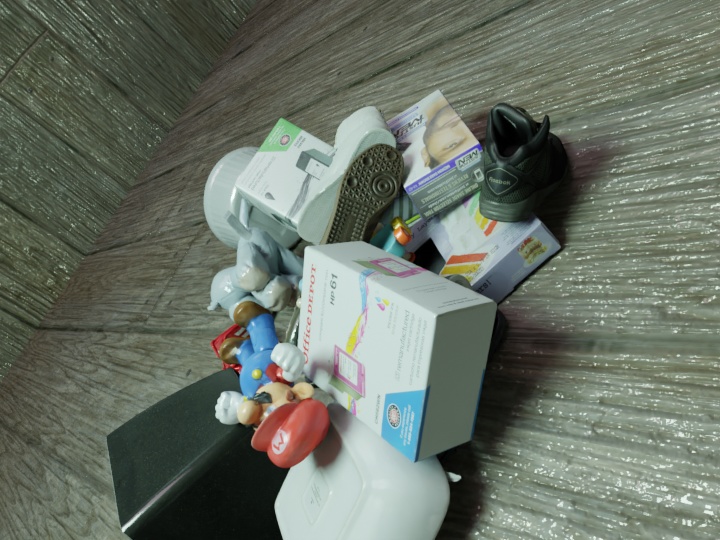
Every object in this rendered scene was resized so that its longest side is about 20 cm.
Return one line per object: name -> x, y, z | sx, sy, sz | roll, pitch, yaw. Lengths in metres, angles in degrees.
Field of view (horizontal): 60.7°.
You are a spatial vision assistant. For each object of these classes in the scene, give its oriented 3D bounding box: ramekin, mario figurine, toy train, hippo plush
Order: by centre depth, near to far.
mario figurine -> -0.106, 0.115, 0.628 | 0.105, 0.125, 0.200 | -23, 39, -14
toy train -> 0.000, 0.000, 0.819 | 0.199, 0.056, 0.151 | -3, 51, 58
hippo plush -> -0.192, 0.024, 1.025 | 0.161, 0.200, 0.160 | -44, 9, 25
ramekin -> -0.184, -0.126, 1.155 | 0.097, 0.200, 0.202 | 22, 74, 51

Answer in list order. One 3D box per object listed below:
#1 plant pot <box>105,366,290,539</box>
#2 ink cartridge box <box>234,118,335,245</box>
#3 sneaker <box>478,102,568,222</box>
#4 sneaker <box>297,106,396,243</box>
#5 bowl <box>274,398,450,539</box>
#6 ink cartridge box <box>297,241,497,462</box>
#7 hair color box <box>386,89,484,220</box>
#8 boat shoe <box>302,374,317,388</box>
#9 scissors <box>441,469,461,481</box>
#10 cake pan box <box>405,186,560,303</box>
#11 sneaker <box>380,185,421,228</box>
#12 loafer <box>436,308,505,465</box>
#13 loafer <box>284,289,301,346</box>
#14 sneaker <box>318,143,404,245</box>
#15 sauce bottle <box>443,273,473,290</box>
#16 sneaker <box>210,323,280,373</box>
plant pot -> -0.166, 0.244, 0.751 | 0.177, 0.200, 0.200 | -42, 30, -9
ink cartridge box -> -0.084, -0.139, 1.031 | 0.199, 0.084, 0.147 | 31, 81, 15
sneaker -> 0.196, -0.145, 0.708 | 0.075, 0.116, 0.199 | 18, 37, 28
sneaker -> -0.022, -0.138, 0.876 | 0.200, 0.073, 0.116 | -49, 26, 25
bowl -> -0.016, 0.234, 0.620 | 0.202, 0.074, 0.200 | -63, 30, 10
ink cartridge box -> 0.023, 0.068, 0.610 | 0.199, 0.084, 0.147 | 27, 117, 48
hair color box -> 0.097, -0.164, 0.839 | 0.108, 0.065, 0.201 | -30, 36, 10
boat shoe -> -0.002, 0.135, 0.759 | 0.199, 0.071, 0.066 | -19, 75, 43
scissors -> 0.035, 0.199, 0.641 | 0.200, 0.014, 0.074 | -38, 43, 48
cake pan box -> 0.125, -0.022, 0.776 | 0.200, 0.052, 0.185 | -43, 29, 15
sneaker -> 0.066, -0.109, 0.914 | 0.200, 0.081, 0.074 | -46, 31, 8
loafer -> 0.088, 0.115, 0.662 | 0.071, 0.063, 0.202 | 7, 64, 54
loafer -> -0.060, 0.056, 0.927 | 0.069, 0.075, 0.202 | -26, 32, 53
sneaker -> -0.010, -0.066, 0.765 | 0.202, 0.070, 0.076 | -64, 6, -18
sauce bottle -> 0.046, 0.046, 0.698 | 0.199, 0.066, 0.067 | -26, 37, 50
sneaker -> -0.190, 0.166, 0.922 | 0.078, 0.115, 0.202 | -31, 36, 28
